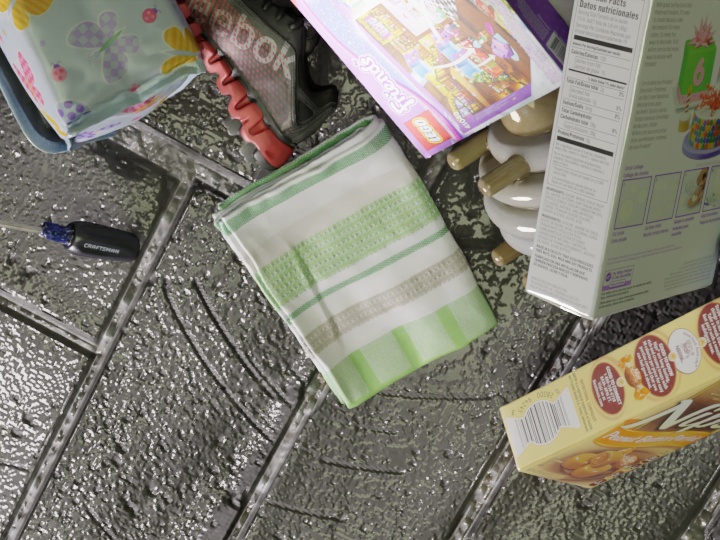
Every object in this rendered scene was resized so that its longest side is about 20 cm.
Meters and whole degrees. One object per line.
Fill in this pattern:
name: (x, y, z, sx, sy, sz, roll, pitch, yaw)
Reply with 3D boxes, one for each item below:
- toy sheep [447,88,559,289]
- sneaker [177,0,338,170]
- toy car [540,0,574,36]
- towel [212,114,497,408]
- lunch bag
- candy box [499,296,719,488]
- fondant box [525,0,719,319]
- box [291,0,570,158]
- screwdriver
toy sheep: (0.147, -0.062, 0.935, 0.137, 0.139, 0.201, -22, 126, 7)
sneaker: (-0.084, -0.178, 0.945, 0.097, 0.071, 0.202, -30, 103, 9)
toy car: (0.114, -0.225, 0.896, 0.199, 0.176, 0.150, 38, 137, -6)
towel: (0.000, 0.000, 0.983, 0.148, 0.031, 0.201, -28, 114, 10)
lunch bag: (-0.199, -0.174, 0.884, 0.126, 0.200, 0.171, -28, 100, -11)
candy box: (0.215, 0.092, 0.944, 0.199, 0.115, 0.056, -30, 60, 29)
fondant box: (0.184, -0.082, 0.827, 0.058, 0.143, 0.202, 25, 115, 40)
box: (0.032, -0.178, 0.832, 0.136, 0.039, 0.200, -24, 115, 45)
screwdriver: (-0.246, -0.034, 0.949, 0.029, 0.199, 0.028, -35, 57, 33)
